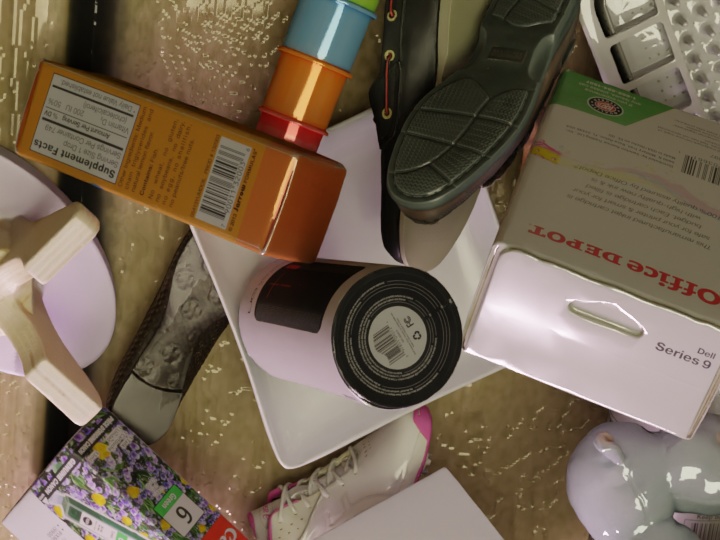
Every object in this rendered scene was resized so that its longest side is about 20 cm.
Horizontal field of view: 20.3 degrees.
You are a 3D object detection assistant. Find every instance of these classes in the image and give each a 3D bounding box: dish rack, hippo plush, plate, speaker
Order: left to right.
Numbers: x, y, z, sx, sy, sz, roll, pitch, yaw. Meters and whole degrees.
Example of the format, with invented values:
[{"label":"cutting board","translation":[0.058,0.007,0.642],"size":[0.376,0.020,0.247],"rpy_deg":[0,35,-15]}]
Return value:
[{"label":"speaker","translation":[-0.010,0.034,1.196],"size":[0.080,0.200,0.082],"rpy_deg":[-1,93,-18]},{"label":"plate","translation":[0.000,0.000,1.318],"size":[0.199,0.032,0.201],"rpy_deg":[-24,105,-15]},{"label":"hippo plush","translation":[0.189,0.178,1.291],"size":[0.198,0.159,0.162],"rpy_deg":[-13,75,2]},{"label":"dish rack","translation":[0.248,-0.161,1.312],"size":[0.198,0.044,0.173],"rpy_deg":[-25,112,2]}]

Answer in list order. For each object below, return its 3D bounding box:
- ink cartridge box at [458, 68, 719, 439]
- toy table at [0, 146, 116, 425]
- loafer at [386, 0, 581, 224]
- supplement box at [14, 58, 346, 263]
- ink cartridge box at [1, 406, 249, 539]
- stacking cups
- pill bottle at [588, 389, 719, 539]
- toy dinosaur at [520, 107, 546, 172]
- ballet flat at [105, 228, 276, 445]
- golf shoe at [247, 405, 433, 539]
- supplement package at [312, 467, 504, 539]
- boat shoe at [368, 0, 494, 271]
[{"label":"ink cartridge box","translation":[0.154,-0.014,1.172],"size":[0.144,0.201,0.088],"rpy_deg":[20,126,4]},{"label":"toy table","translation":[-0.238,0.009,1.269],"size":[0.199,0.117,0.184],"rpy_deg":[32,104,-19]},{"label":"loafer","translation":[0.085,-0.099,1.228],"size":[0.201,0.071,0.063],"rpy_deg":[-57,146,-25]},{"label":"supplement box","translation":[-0.111,-0.068,1.220],"size":[0.199,0.066,0.069],"rpy_deg":[24,97,28]},{"label":"ink cartridge box","translation":[-0.133,0.196,1.339],"size":[0.200,0.050,0.109],"rpy_deg":[43,132,-1]},{"label":"stacking cups","translation":[-0.021,-0.149,1.249],"size":[0.060,0.061,0.202],"rpy_deg":[20,96,-15]},{"label":"pill bottle","translation":[0.224,0.110,1.374],"size":[0.113,0.115,0.202],"rpy_deg":[3,111,-9]},{"label":"toy dinosaur","translation":[0.127,-0.061,1.312],"size":[0.105,0.061,0.202],"rpy_deg":[-1,118,19]},{"label":"ballet flat","translation":[-0.110,0.026,1.337],"size":[0.067,0.046,0.201],"rpy_deg":[27,100,-18]},{"label":"golf shoe","translation":[-0.023,0.168,1.386],"size":[0.091,0.075,0.201],"rpy_deg":[28,104,-14]},{"label":"supplement package","translation":[0.046,0.254,1.353],"size":[0.116,0.117,0.201],"rpy_deg":[-26,140,-17]},{"label":"boat shoe","translation":[0.042,-0.102,1.272],"size":[0.073,0.063,0.204],"rpy_deg":[1,98,-51]}]
